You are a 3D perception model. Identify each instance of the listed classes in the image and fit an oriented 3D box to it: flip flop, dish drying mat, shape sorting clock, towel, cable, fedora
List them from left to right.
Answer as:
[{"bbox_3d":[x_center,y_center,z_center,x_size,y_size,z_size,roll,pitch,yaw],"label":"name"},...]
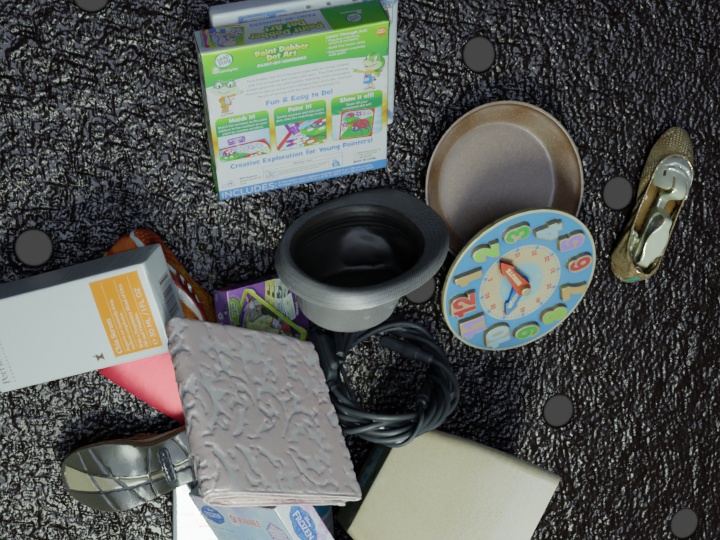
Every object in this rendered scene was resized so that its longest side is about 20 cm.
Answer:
[{"bbox_3d":[-0.236,0.213,1.241,0.198,0.058,0.082,-16,99,-16],"label":"flip flop"},{"bbox_3d":[-0.197,0.136,1.258,0.199,0.018,0.077,34,92,-18],"label":"dish drying mat"},{"bbox_3d":[-0.101,0.146,1.116,0.190,0.201,0.032,13,135,-40],"label":"towel"},{"bbox_3d":[0.000,0.000,1.231,0.199,0.176,0.091,-32,141,-32],"label":"fedora"},{"bbox_3d":[0.031,0.124,1.233,0.161,0.201,0.051,1,126,-22],"label":"cable"},{"bbox_3d":[0.188,0.014,1.290,0.198,0.039,0.202,-10,129,-12],"label":"shape sorting clock"}]

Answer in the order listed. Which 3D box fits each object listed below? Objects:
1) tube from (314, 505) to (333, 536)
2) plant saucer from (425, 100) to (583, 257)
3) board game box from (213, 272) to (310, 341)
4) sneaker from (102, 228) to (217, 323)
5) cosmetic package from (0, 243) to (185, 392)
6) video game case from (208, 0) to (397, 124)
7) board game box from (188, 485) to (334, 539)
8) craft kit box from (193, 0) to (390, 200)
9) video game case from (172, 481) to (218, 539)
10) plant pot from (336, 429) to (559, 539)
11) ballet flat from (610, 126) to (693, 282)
[{"bbox_3d":[-0.057,0.231,1.254,0.050,0.078,0.202,0,118,0],"label":"tube"},{"bbox_3d":[0.167,-0.099,1.302,0.198,0.037,0.203,-2,100,-13],"label":"plant saucer"},{"bbox_3d":[-0.103,0.109,1.241,0.120,0.032,0.202,-17,105,-50],"label":"board game box"},{"bbox_3d":[-0.209,0.045,1.224,0.077,0.073,0.201,-34,102,15],"label":"sneaker"},{"bbox_3d":[-0.295,0.050,1.157,0.198,0.071,0.102,-14,106,10],"label":"cosmetic package"},{"bbox_3d":[-0.057,-0.217,1.182,0.198,0.022,0.183,-12,138,-12],"label":"video game case"},{"bbox_3d":[-0.081,0.318,1.205,0.041,0.199,0.201,-39,108,-32],"label":"board game box"},{"bbox_3d":[-0.069,-0.178,1.171,0.198,0.049,0.199,-12,141,-12],"label":"craft kit box"},{"bbox_3d":[-0.151,0.329,1.300,0.141,0.018,0.203,0,99,-15],"label":"video game case"},{"bbox_3d":[0.082,0.274,1.259,0.176,0.200,0.201,29,82,-3],"label":"plant pot"},{"bbox_3d":[0.369,-0.077,1.340,0.070,0.065,0.202,17,94,-16],"label":"ballet flat"}]
